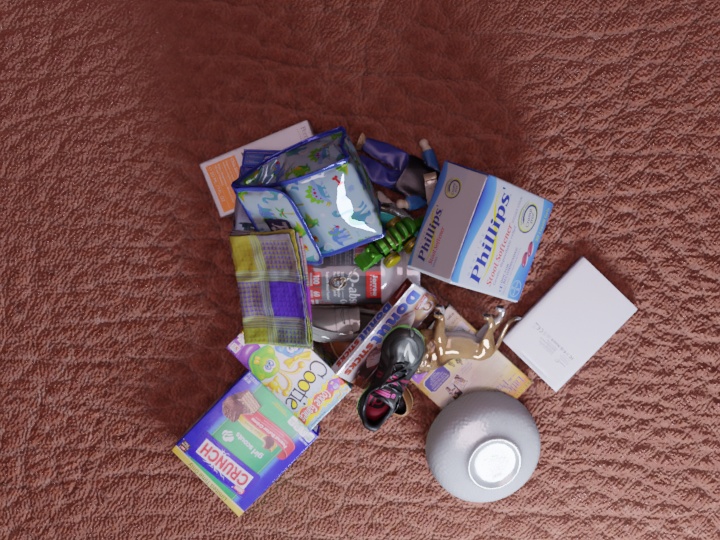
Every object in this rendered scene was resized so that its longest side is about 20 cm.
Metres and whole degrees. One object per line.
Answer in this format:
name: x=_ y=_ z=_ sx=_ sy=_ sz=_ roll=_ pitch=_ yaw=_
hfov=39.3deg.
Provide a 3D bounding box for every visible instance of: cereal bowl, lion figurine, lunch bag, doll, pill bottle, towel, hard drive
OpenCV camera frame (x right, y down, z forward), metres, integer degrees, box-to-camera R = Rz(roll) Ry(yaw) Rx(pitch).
cereal bowl: x=0.216 y=0.309 z=1.710 sx=0.200 sy=0.083 sz=0.200 roll=-3 pitch=106 yaw=-11
lion figurine: x=0.168 y=0.122 z=1.703 sx=0.200 sy=0.072 sz=0.123 roll=4 pitch=109 yaw=-3
lunch bag: x=-0.082 y=-0.107 z=1.604 sx=0.200 sy=0.128 sz=0.170 roll=-18 pitch=128 yaw=11
doll: x=0.081 y=-0.168 z=1.726 sx=0.200 sy=0.048 sz=0.137 roll=27 pitch=71 yaw=-1
pill bottle: x=0.000 y=0.000 z=1.708 sx=0.200 sy=0.116 sz=0.116 roll=-1 pitch=94 yaw=2
towel: x=-0.144 y=0.029 z=1.618 sx=0.143 sy=0.023 sz=0.200 roll=3 pitch=106 yaw=31
hard drive: x=0.361 y=0.093 z=1.748 sx=0.132 sy=0.025 sz=0.200 roll=44 pitch=94 yaw=-1

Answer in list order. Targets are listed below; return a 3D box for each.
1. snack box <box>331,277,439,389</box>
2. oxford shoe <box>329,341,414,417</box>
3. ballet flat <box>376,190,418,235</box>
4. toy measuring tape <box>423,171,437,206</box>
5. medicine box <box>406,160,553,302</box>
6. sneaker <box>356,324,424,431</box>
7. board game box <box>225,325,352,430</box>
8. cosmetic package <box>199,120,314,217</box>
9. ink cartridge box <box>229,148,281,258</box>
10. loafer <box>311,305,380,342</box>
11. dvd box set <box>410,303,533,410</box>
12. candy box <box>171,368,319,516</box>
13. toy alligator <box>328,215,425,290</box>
snack box: x=0.041 y=0.106 z=1.673 sx=0.072 sy=0.024 sz=0.200 roll=33 pitch=101 yaw=-38
oxford shoe: x=0.021 y=0.171 z=1.742 sx=0.071 sy=0.071 sz=0.200 roll=-44 pitch=90 yaw=6
ballet flat: x=0.009 y=-0.108 z=1.725 sx=0.200 sy=0.072 sz=0.072 roll=10 pitch=94 yaw=-8
toy measuring tape: x=0.128 y=-0.082 z=1.708 sx=0.073 sy=0.074 sz=0.200 roll=-11 pitch=117 yaw=2
medicine box: x=0.198 y=-0.061 z=1.652 sx=0.103 sy=0.200 sz=0.182 roll=23 pitch=96 yaw=42
sneaker: x=0.053 y=0.180 z=1.649 sx=0.077 sy=0.084 sz=0.200 roll=17 pitch=113 yaw=-8
board game box: x=-0.118 y=0.160 z=1.728 sx=0.200 sy=0.103 sz=0.105 roll=44 pitch=94 yaw=-1
cosmetic package: x=-0.162 y=-0.172 z=1.725 sx=0.200 sy=0.071 sz=0.102 roll=-23 pitch=92 yaw=2
ink cartridge box: x=-0.148 y=-0.107 z=1.683 sx=0.119 sy=0.042 sz=0.200 roll=1 pitch=124 yaw=-16
loafer: x=-0.022 y=0.086 z=1.707 sx=0.200 sy=0.070 sz=0.070 roll=8 pitch=51 yaw=-22
dvd box set: x=0.178 y=0.178 z=1.756 sx=0.200 sy=0.029 sz=0.146 roll=42 pitch=94 yaw=0
candy box: x=-0.199 y=0.292 z=1.752 sx=0.169 sy=0.077 sz=0.200 roll=44 pitch=95 yaw=-2
toy alligator: x=0.031 y=-0.035 z=1.629 sx=0.200 sy=0.054 sz=0.059 roll=-35 pitch=73 yaw=-10
